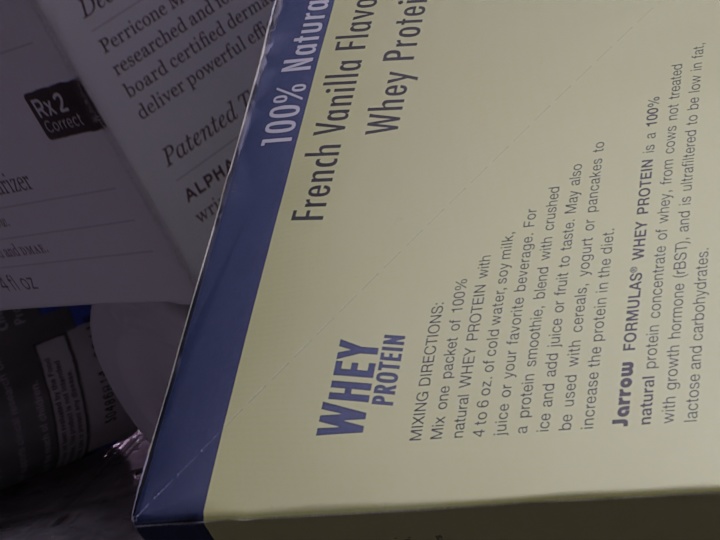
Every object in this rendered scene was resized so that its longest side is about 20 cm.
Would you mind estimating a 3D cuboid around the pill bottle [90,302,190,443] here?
[{"bbox_3d":[-0.001,-0.004,0.769,0.200,0.112,0.111,-39,28,-30],"label":"pill bottle"}]

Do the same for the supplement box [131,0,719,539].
[{"bbox_3d":[0.072,0.019,0.533,0.199,0.135,0.201,-6,48,22],"label":"supplement box"}]

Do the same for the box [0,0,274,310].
[{"bbox_3d":[-0.071,-0.090,0.712,0.200,0.131,0.198,-39,20,-31],"label":"box"}]

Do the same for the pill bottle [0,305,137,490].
[{"bbox_3d":[-0.201,0.052,0.800,0.199,0.114,0.114,-21,19,-23],"label":"pill bottle"}]
